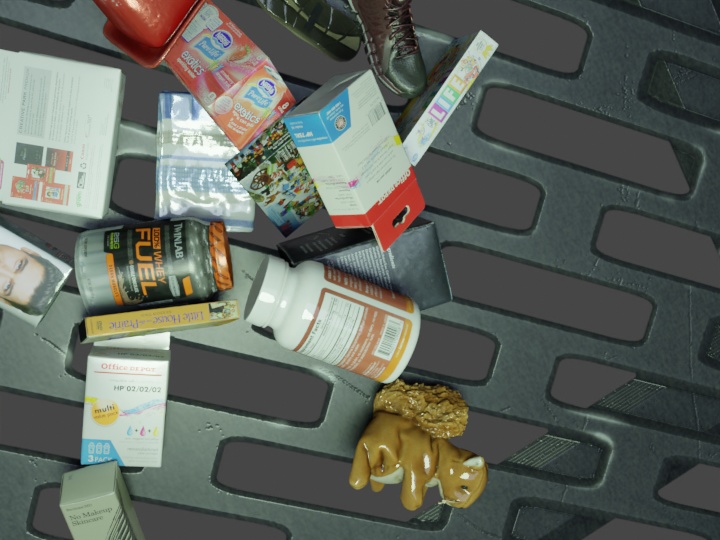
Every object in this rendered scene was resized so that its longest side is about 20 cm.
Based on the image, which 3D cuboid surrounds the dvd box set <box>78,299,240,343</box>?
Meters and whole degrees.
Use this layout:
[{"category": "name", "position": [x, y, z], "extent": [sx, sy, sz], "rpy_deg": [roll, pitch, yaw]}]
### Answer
[{"category": "dvd box set", "position": [-0.278, 0.070, 1.145], "extent": [0.198, 0.146, 0.030], "rpy_deg": [-6, 85, -22]}]

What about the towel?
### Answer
[{"category": "towel", "position": [-0.221, -0.153, 1.203], "extent": [0.146, 0.024, 0.202], "rpy_deg": [2, 99, -12]}]

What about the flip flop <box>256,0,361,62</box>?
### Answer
[{"category": "flip flop", "position": [-0.083, -0.369, 1.182], "extent": [0.199, 0.058, 0.081], "rpy_deg": [34, 87, -29]}]

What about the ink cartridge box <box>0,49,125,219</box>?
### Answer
[{"category": "ink cartridge box", "position": [-0.419, -0.184, 1.127], "extent": [0.174, 0.084, 0.202], "rpy_deg": [9, 97, -13]}]

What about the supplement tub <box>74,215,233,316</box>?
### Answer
[{"category": "supplement tub", "position": [-0.281, -0.008, 1.157], "extent": [0.198, 0.123, 0.124], "rpy_deg": [-9, 101, -5]}]

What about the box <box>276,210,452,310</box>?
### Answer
[{"category": "box", "position": [0.000, 0.000, 1.181], "extent": [0.198, 0.197, 0.118], "rpy_deg": [-17, 103, -8]}]

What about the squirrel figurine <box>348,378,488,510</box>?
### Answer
[{"category": "squirrel figurine", "position": [0.104, 0.261, 1.257], "extent": [0.185, 0.142, 0.201], "rpy_deg": [7, 69, 19]}]

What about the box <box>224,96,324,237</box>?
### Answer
[{"category": "box", "position": [-0.090, -0.135, 1.149], "extent": [0.136, 0.200, 0.038], "rpy_deg": [-40, 68, -2]}]

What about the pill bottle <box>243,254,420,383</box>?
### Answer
[{"category": "pill bottle", "position": [-0.036, 0.055, 1.024], "extent": [0.199, 0.112, 0.113], "rpy_deg": [22, 95, -14]}]

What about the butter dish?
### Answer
[{"category": "butter dish", "position": [-0.277, -0.386, 1.049], "extent": [0.200, 0.199, 0.148], "rpy_deg": [-53, 136, 1]}]

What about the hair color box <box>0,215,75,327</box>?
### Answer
[{"category": "hair color box", "position": [-0.504, -0.019, 1.150], "extent": [0.199, 0.061, 0.099], "rpy_deg": [32, 92, -15]}]

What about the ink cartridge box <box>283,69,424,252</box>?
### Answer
[{"category": "ink cartridge box", "position": [-0.002, -0.135, 1.059], "extent": [0.116, 0.067, 0.201], "rpy_deg": [-47, 123, -36]}]

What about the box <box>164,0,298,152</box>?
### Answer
[{"category": "box", "position": [-0.182, -0.263, 1.097], "extent": [0.102, 0.200, 0.095], "rpy_deg": [-40, 143, -3]}]

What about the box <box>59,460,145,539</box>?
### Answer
[{"category": "box", "position": [-0.363, 0.375, 1.204], "extent": [0.081, 0.069, 0.201], "rpy_deg": [-13, 122, -6]}]

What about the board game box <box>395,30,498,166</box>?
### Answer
[{"category": "board game box", "position": [0.106, -0.242, 1.194], "extent": [0.034, 0.134, 0.201], "rpy_deg": [35, 91, -14]}]

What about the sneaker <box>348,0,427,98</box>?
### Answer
[{"category": "sneaker", "position": [0.049, -0.343, 1.156], "extent": [0.075, 0.115, 0.201], "rpy_deg": [-28, 91, -24]}]

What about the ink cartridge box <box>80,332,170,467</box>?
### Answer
[{"category": "ink cartridge box", "position": [-0.336, 0.175, 1.210], "extent": [0.114, 0.068, 0.202], "rpy_deg": [4, 98, -12]}]
